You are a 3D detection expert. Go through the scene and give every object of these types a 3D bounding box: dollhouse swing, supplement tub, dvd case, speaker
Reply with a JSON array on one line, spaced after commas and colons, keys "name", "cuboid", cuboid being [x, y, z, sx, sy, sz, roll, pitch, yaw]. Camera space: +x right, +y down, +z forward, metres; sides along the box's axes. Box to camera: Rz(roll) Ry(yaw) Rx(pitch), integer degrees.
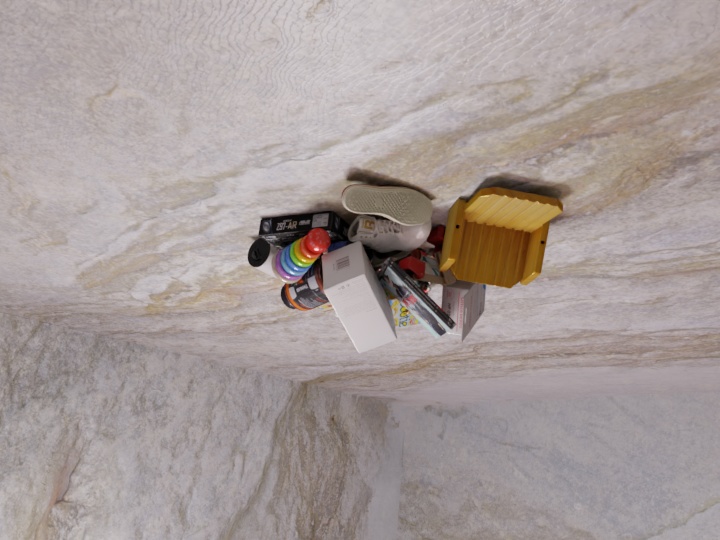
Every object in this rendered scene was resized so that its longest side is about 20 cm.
[{"name": "dollhouse swing", "cuboid": [0.284, -0.058, 1.337, 0.197, 0.184, 0.176, 10, -179, -9]}, {"name": "supplement tub", "cuboid": [-0.117, 0.037, 1.658, 0.106, 0.108, 0.199, 19, 151, -34]}, {"name": "dvd case", "cuboid": [0.118, 0.064, 1.473, 0.200, 0.022, 0.146, 46, 167, 5]}, {"name": "speaker", "cuboid": [-0.199, -0.014, 1.740, 0.080, 0.082, 0.199, -7, 157, 34]}]

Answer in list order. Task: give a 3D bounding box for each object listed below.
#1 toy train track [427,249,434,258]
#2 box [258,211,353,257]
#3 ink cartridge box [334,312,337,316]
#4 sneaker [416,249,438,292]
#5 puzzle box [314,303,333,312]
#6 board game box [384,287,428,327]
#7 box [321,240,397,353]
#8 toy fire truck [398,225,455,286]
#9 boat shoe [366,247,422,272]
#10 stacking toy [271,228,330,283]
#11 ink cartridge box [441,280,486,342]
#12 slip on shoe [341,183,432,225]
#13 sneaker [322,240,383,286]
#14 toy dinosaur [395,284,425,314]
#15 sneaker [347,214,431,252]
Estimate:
[{"name": "toy train track", "cuboid": [0.263, -0.029, 1.629, 0.197, 0.033, 0.115, 11, 169, 5]}, {"name": "box", "cuboid": [-0.114, -0.079, 1.578, 0.198, 0.044, 0.160, -4, 159, 28]}, {"name": "ink cartridge box", "cuboid": [0.045, 0.113, 2.025, 0.198, 0.084, 0.146, -6, 158, 33]}, {"name": "sneaker", "cuboid": [0.173, 0.018, 1.690, 0.070, 0.095, 0.199, -11, 154, 42]}, {"name": "puzzle box", "cuboid": [-0.080, 0.070, 1.792, 0.132, 0.026, 0.199, 21, 154, -40]}, {"name": "board game box", "cuboid": [0.055, 0.079, 1.700, 0.198, 0.105, 0.104, -8, 130, -25]}, {"name": "box", "cuboid": [-0.002, 0.060, 1.482, 0.096, 0.125, 0.201, -21, 125, 9]}, {"name": "toy fire truck", "cuboid": [0.187, -0.019, 1.494, 0.198, 0.143, 0.049, 26, 156, -22]}, {"name": "boat shoe", "cuboid": [0.051, -0.038, 1.605, 0.198, 0.072, 0.063, -3, 150, 34]}, {"name": "stacking toy", "cuboid": [-0.127, -0.038, 1.518, 0.085, 0.086, 0.200, 16, 155, -26]}, {"name": "ink cartridge box", "cuboid": [0.234, 0.073, 1.554, 0.067, 0.117, 0.200, 8, -159, 22]}, {"name": "slip on shoe", "cuboid": [0.053, -0.137, 1.340, 0.198, 0.075, 0.061, 7, -163, -20]}, {"name": "sneaker", "cuboid": [0.000, 0.000, 1.556, 0.088, 0.079, 0.200, -15, 141, 32]}, {"name": "toy dinosaur", "cuboid": [0.101, 0.054, 1.582, 0.106, 0.060, 0.200, 51, 169, -34]}, {"name": "sneaker", "cuboid": [0.053, -0.085, 1.459, 0.115, 0.075, 0.199, 15, 161, -33]}]
